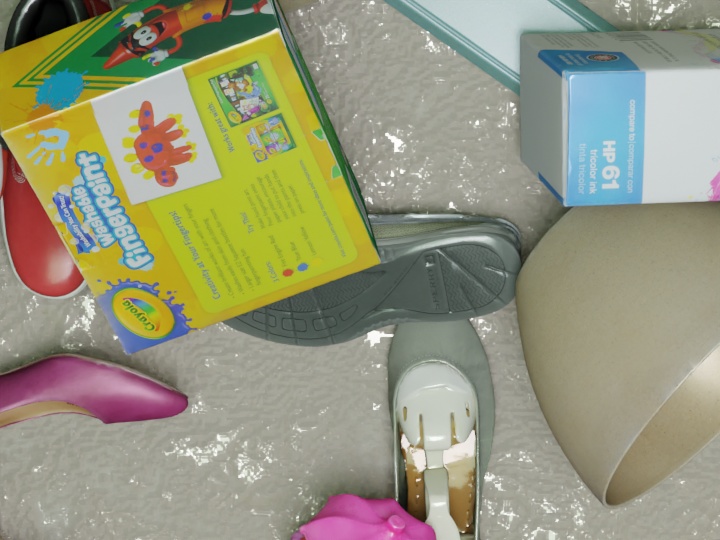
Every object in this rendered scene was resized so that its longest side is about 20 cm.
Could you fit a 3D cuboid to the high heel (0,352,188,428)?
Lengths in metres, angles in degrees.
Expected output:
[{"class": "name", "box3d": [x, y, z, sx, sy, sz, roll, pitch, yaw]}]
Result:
[{"class": "high heel", "box3d": [-0.208, 0.099, 1.637, 0.199, 0.067, 0.096, 6, 76, 14]}]

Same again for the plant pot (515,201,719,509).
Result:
[{"class": "plant pot", "box3d": [0.172, 0.025, 1.577, 0.200, 0.200, 0.134, -46, 71, 6]}]

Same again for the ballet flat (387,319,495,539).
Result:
[{"class": "ballet flat", "box3d": [0.051, 0.119, 1.641, 0.067, 0.064, 0.201, -1, 97, 2]}]

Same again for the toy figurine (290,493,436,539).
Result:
[{"class": "toy figurine", "box3d": [-0.011, 0.226, 1.611, 0.150, 0.200, 0.185, 3, 93, -39]}]

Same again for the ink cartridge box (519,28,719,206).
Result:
[{"class": "ink cartridge box", "box3d": [0.204, -0.093, 1.554, 0.199, 0.145, 0.085, -3, 104, -6]}]

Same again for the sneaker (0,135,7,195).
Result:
[{"class": "sneaker", "box3d": [-0.267, -0.007, 1.538, 0.067, 0.108, 0.202, 26, 124, -3]}]

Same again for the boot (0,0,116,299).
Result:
[{"class": "boot", "box3d": [-0.188, -0.075, 1.582, 0.072, 0.144, 0.201, 5, 98, 1]}]

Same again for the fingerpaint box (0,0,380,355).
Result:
[{"class": "fingerpaint box", "box3d": [-0.099, -0.063, 1.519, 0.166, 0.073, 0.200, -21, 136, 5]}]

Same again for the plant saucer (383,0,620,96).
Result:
[{"class": "plant saucer", "box3d": [0.102, -0.147, 1.629, 0.200, 0.019, 0.070, 35, 97, -2]}]

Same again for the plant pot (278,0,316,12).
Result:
[{"class": "plant pot", "box3d": [-0.063, -0.229, 1.544, 0.200, 0.200, 0.135, -8, 124, 3]}]

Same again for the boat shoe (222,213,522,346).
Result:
[{"class": "boat shoe", "box3d": [0.001, -0.002, 1.634, 0.201, 0.065, 0.075, -7, 110, 8]}]
